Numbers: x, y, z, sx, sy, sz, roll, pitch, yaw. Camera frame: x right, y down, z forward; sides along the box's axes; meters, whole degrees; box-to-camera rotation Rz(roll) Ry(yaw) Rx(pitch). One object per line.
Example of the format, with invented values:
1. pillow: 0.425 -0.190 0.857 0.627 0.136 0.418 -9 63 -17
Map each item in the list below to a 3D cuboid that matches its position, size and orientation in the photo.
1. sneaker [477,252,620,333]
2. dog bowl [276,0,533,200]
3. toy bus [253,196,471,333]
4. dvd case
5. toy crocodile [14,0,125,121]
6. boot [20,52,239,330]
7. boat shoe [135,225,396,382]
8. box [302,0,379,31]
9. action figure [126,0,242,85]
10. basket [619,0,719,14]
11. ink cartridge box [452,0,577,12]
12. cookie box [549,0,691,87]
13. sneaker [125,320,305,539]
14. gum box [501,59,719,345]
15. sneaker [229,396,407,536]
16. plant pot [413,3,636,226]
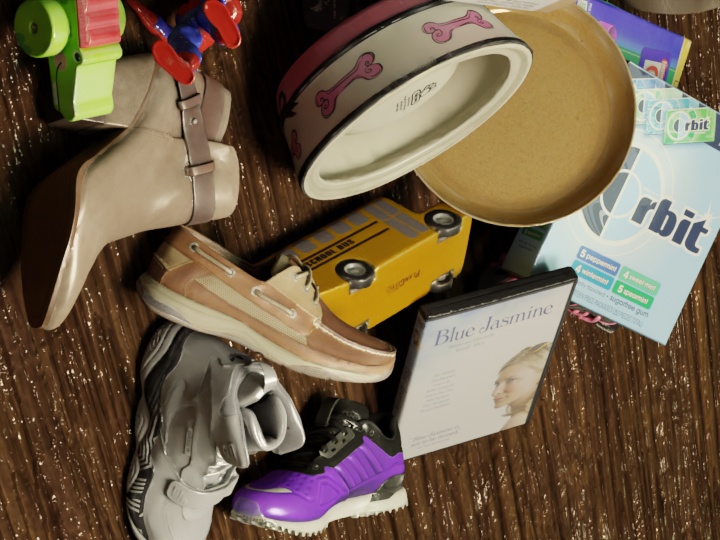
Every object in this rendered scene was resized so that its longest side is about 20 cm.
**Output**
1. sneaker: 0.201 0.016 1.883 0.200 0.079 0.095 -13 109 -14
2. dog bowl: 0.025 -0.137 1.583 0.200 0.074 0.200 -29 165 -9
3. toy bus: 0.000 0.000 1.672 0.200 0.078 0.065 -30 139 -41
4. dvd case: 0.098 0.081 1.780 0.143 0.018 0.200 -14 143 -22
5. toy crocodile: -0.181 -0.197 1.372 0.067 0.062 0.200 -11 103 -49
6. boot: -0.151 -0.053 1.458 0.146 0.070 0.200 9 88 -40
7. boat shoe: -0.060 0.025 1.544 0.200 0.076 0.072 21 97 -17
8. box: 0.022 -0.292 1.605 0.158 0.051 0.200 -24 122 -44
9. action figure: -0.122 -0.184 1.414 0.065 0.200 0.099 -36 99 4
10. basket: 0.275 -0.335 1.840 0.180 0.136 0.200 -22 126 -27
11. ink cartridge box: 0.082 -0.277 1.526 0.200 0.075 0.165 -1 72 -50
12. cookie box: 0.188 -0.147 1.852 0.200 0.075 0.171 11 97 -53
13. sneaker: -0.108 0.142 1.571 0.075 0.115 0.200 -15 117 -47
14. gum box: 0.233 -0.058 1.807 0.170 0.045 0.200 25 91 -33
15. sneaker: -0.034 0.152 1.716 0.200 0.070 0.100 -6 103 -54
16. plant pot: 0.123 -0.131 1.720 0.200 0.200 0.027 -62 -178 -12
